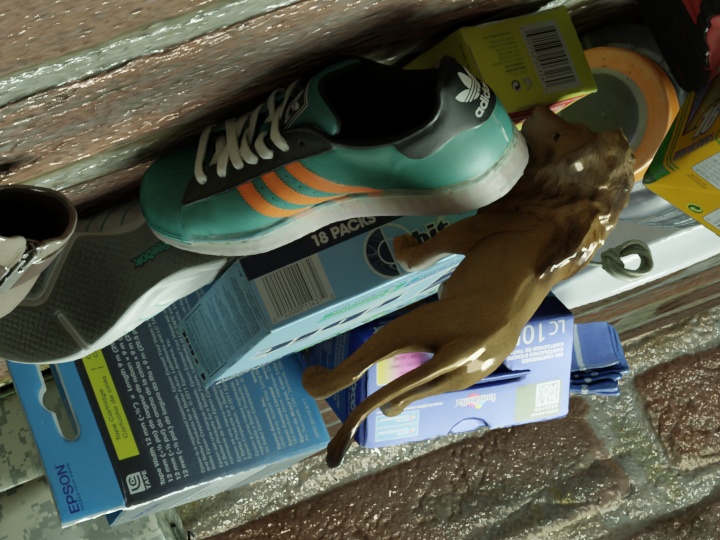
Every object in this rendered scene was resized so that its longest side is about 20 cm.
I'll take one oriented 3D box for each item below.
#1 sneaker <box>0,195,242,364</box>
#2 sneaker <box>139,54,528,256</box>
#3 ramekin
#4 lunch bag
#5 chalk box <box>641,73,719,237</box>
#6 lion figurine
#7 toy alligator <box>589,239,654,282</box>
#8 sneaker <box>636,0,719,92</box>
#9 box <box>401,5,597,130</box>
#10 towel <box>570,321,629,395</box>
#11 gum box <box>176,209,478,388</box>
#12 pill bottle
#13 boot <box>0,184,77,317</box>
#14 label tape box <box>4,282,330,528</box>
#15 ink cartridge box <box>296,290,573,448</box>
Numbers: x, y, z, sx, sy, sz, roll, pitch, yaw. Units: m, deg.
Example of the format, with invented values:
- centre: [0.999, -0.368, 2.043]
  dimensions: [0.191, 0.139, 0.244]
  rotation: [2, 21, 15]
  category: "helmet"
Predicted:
- centre: [-0.112, -0.005, 1.414]
  dimensions: [0.200, 0.071, 0.080]
  rotation: [-24, 174, 17]
  category: "sneaker"
- centre: [-0.025, -0.064, 1.288]
  dimensions: [0.199, 0.072, 0.080]
  rotation: [-10, 138, 23]
  category: "sneaker"
- centre: [0.179, -0.050, 1.765]
  dimensions: [0.200, 0.098, 0.200]
  rotation: [-21, 172, -3]
  category: "ramekin"
- centre: [-0.230, 0.173, 1.945]
  dimensions: [0.199, 0.168, 0.139]
  rotation: [-21, 172, 2]
  category: "lunch bag"
- centre: [0.251, -0.103, 1.322]
  dimensions: [0.200, 0.125, 0.124]
  rotation: [-60, -168, -19]
  category: "chalk box"
- centre: [0.058, 0.011, 1.279]
  dimensions: [0.122, 0.073, 0.200]
  rotation: [-20, -148, 39]
  category: "lion figurine"
- centre: [0.072, -0.016, 1.601]
  dimensions: [0.199, 0.059, 0.054]
  rotation: [13, 161, 0]
  category: "toy alligator"
- centre: [0.188, -0.141, 1.263]
  dimensions: [0.087, 0.074, 0.200]
  rotation: [-23, 174, -13]
  category: "sneaker"
- centre: [0.031, -0.073, 1.392]
  dimensions: [0.075, 0.050, 0.200]
  rotation: [-15, 170, -38]
  category: "box"
- centre: [0.071, 0.047, 1.748]
  dimensions: [0.199, 0.024, 0.145]
  rotation: [4, -168, 1]
  category: "towel"
- centre: [0.000, 0.000, 1.449]
  dimensions: [0.170, 0.045, 0.200]
  rotation: [-23, 176, -16]
  category: "gum box"
- centre: [0.155, -0.078, 1.476]
  dimensions: [0.106, 0.107, 0.200]
  rotation: [-23, 172, 16]
  category: "pill bottle"
- centre: [-0.228, 0.004, 1.217]
  dimensions: [0.146, 0.070, 0.200]
  rotation: [-34, 168, 32]
  category: "boot"
- centre: [-0.129, 0.067, 1.572]
  dimensions: [0.200, 0.144, 0.066]
  rotation: [-15, 170, -40]
  category: "label tape box"
- centre: [0.041, 0.037, 1.627]
  dimensions: [0.136, 0.077, 0.200]
  rotation: [-8, -152, -19]
  category: "ink cartridge box"
